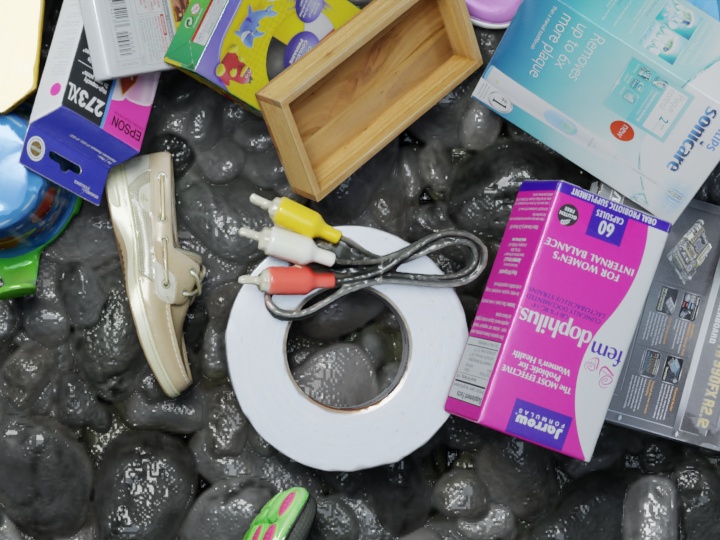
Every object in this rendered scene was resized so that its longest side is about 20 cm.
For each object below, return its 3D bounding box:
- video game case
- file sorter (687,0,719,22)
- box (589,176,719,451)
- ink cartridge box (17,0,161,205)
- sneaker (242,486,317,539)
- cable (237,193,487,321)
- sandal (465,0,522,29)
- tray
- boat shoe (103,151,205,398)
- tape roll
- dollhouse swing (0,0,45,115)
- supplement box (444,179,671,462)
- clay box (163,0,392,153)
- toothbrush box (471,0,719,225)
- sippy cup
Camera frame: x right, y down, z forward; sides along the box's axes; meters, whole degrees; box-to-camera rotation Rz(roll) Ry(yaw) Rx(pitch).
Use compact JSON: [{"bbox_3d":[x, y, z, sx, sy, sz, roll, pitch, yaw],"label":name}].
[{"bbox_3d":[-0.149,-0.259,1.513,0.182,0.023,0.200,-15,96,-41],"label":"video game case"},{"bbox_3d":[0.317,-0.246,1.538,0.200,0.123,0.139,25,73,26],"label":"file sorter"},{"bbox_3d":[0.247,0.035,1.617,0.158,0.048,0.200,15,88,-5],"label":"box"},{"bbox_3d":[-0.200,-0.159,1.510,0.037,0.095,0.200,5,73,37],"label":"ink cartridge box"},{"bbox_3d":[-0.060,0.276,1.589,0.084,0.077,0.200,8,92,-21],"label":"sneaker"},{"bbox_3d":[0.000,0.000,1.535,0.200,0.050,0.097,8,89,-2],"label":"cable"},{"bbox_3d":[0.066,-0.280,1.610,0.082,0.050,0.203,-45,92,-3],"label":"sandal"},{"bbox_3d":[0.010,-0.155,1.553,0.200,0.037,0.099,-42,131,-26],"label":"tray"},{"bbox_3d":[-0.159,0.002,1.581,0.065,0.072,0.200,-13,84,-3],"label":"boat shoe"},{"bbox_3d":[-0.012,0.064,1.591,0.200,0.066,0.201,0,88,-4],"label":"tape roll"},{"bbox_3d":[-0.327,-0.223,1.533,0.200,0.182,0.176,4,101,-4],"label":"dollhouse swing"},{"bbox_3d":[0.154,0.038,1.530,0.101,0.103,0.200,19,88,-13],"label":"supplement box"},{"bbox_3d":[-0.054,-0.174,1.544,0.200,0.048,0.115,27,87,-45],"label":"clay box"},{"bbox_3d":[0.211,-0.152,1.550,0.200,0.146,0.085,33,53,3],"label":"toothbrush box"},{"bbox_3d":[-0.293,-0.076,1.542,0.178,0.130,0.140,43,86,-2],"label":"sippy cup"}]
